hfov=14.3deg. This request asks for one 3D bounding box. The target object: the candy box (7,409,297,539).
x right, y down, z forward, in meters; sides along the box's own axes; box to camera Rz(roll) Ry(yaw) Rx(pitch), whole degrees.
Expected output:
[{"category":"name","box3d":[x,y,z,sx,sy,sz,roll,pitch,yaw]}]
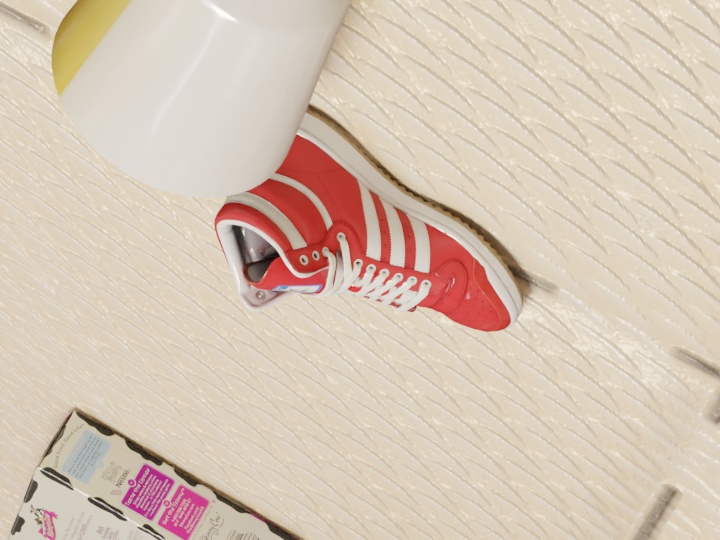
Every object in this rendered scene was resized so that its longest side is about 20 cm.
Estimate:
[{"category":"candy box","box3d":[-0.156,0.203,2.146,0.199,0.061,0.137,30,146,0]}]

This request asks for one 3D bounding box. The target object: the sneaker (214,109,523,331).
[{"category":"sneaker","box3d":[0.000,0.000,1.733,0.200,0.113,0.071,37,145,-9]}]

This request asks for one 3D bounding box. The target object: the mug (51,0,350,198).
[{"category":"mug","box3d":[-0.093,-0.152,1.592,0.186,0.150,0.153,28,138,-9]}]
